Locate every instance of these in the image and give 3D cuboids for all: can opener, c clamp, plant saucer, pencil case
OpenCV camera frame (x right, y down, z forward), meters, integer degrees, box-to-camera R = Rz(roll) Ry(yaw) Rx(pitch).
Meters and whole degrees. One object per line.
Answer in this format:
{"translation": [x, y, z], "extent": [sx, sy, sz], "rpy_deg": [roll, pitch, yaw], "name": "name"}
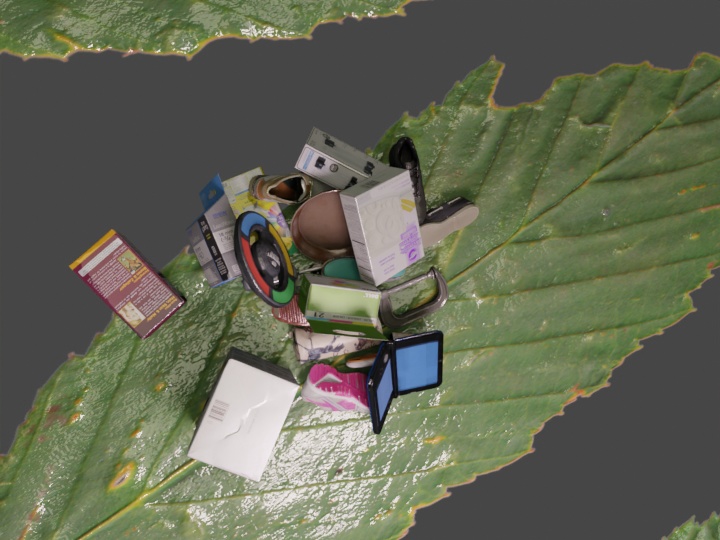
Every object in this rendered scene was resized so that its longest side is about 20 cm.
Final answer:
{"translation": [-0.152, 0.024, 1.189], "extent": [0.199, 0.053, 0.067], "rpy_deg": [-14, 91, -11], "name": "can opener"}
{"translation": [0.109, 0.050, 1.226], "extent": [0.199, 0.027, 0.172], "rpy_deg": [-17, 120, -16], "name": "c clamp"}
{"translation": [-0.051, -0.098, 1.172], "extent": [0.199, 0.035, 0.201], "rpy_deg": [-6, 134, -6], "name": "plant saucer"}
{"translation": [-0.054, 0.142, 1.191], "extent": [0.199, 0.090, 0.078], "rpy_deg": [-13, 123, -8], "name": "pencil case"}

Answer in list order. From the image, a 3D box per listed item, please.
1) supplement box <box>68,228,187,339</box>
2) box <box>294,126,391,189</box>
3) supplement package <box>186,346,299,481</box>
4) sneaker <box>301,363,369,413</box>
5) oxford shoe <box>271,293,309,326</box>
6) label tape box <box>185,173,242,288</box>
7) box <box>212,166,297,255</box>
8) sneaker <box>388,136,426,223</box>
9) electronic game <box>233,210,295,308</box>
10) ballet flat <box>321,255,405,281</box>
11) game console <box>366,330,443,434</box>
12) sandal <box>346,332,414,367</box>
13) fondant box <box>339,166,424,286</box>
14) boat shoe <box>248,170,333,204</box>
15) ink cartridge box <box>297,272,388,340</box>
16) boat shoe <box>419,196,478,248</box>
{"translation": [-0.462, 0.028, 1.104], "extent": [0.110, 0.086, 0.200], "rpy_deg": [-44, 97, -10], "name": "supplement box"}
{"translation": [-0.032, -0.222, 1.184], "extent": [0.199, 0.117, 0.060], "rpy_deg": [25, 122, -11], "name": "box"}
{"translation": [-0.232, 0.275, 1.092], "extent": [0.147, 0.200, 0.192], "rpy_deg": [25, 83, -10], "name": "supplement package"}
{"translation": [-0.046, 0.268, 1.200], "extent": [0.199, 0.088, 0.082], "rpy_deg": [26, 42, -26], "name": "sneaker"}
{"translation": [-0.095, 0.075, 1.191], "extent": [0.199, 0.075, 0.071], "rpy_deg": [-3, 101, -14], "name": "oxford shoe"}
{"translation": [-0.297, -0.075, 1.108], "extent": [0.063, 0.144, 0.201], "rpy_deg": [-24, 94, -33], "name": "label tape box"}
{"translation": [-0.225, -0.108, 1.180], "extent": [0.117, 0.048, 0.201], "rpy_deg": [-24, 92, -13], "name": "box"}
{"translation": [0.105, -0.201, 1.220], "extent": [0.076, 0.091, 0.201], "rpy_deg": [-13, 83, -6], "name": "sneaker"}
{"translation": [-0.184, -0.022, 1.073], "extent": [0.041, 0.200, 0.201], "rpy_deg": [-20, 94, 16], "name": "electronic game"}
{"translation": [0.000, 0.000, 1.211], "extent": [0.199, 0.072, 0.072], "rpy_deg": [-2, 89, -23], "name": "ballet flat"}
{"translation": [0.098, 0.238, 1.156], "extent": [0.118, 0.201, 0.171], "rpy_deg": [10, 45, 18], "name": "game console"}
{"translation": [0.066, 0.171, 1.221], "extent": [0.206, 0.079, 0.060], "rpy_deg": [-9, 92, -10], "name": "sandal"}
{"translation": [0.048, -0.091, 1.119], "extent": [0.144, 0.058, 0.201], "rpy_deg": [-31, 123, -28], "name": "fondant box"}
{"translation": [-0.132, -0.170, 1.157], "extent": [0.199, 0.068, 0.075], "rpy_deg": [-13, 114, -37], "name": "boat shoe"}
{"translation": [-0.031, 0.068, 1.061], "extent": [0.147, 0.200, 0.076], "rpy_deg": [8, 98, -16], "name": "ink cartridge box"}
{"translation": [0.174, -0.112, 1.272], "extent": [0.199, 0.073, 0.063], "rpy_deg": [-25, 51, -6], "name": "boat shoe"}
